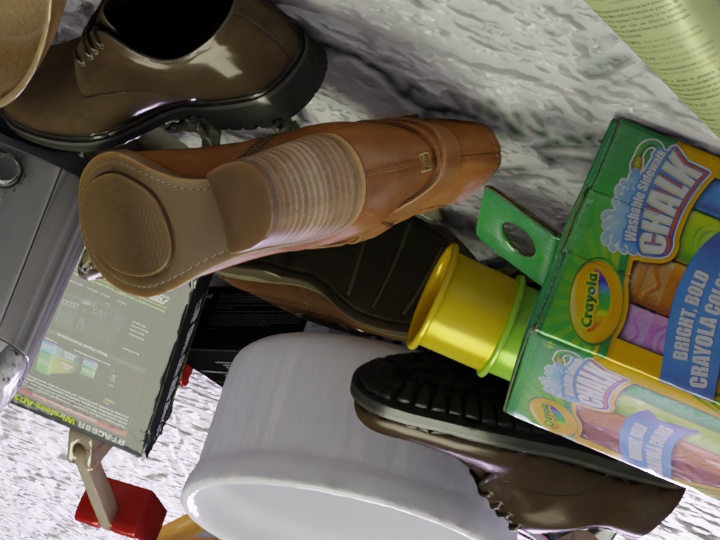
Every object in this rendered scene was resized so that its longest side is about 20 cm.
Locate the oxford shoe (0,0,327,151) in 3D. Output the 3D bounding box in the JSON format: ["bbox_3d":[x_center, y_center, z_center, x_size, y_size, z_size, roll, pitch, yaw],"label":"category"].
[{"bbox_3d":[-0.116,-0.113,1.366,0.199,0.073,0.084,-9,140,36],"label":"oxford shoe"}]

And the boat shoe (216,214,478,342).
[{"bbox_3d":[0.000,0.000,1.522,0.199,0.072,0.068,20,166,35],"label":"boat shoe"}]

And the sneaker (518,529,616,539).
[{"bbox_3d":[0.101,0.135,1.717,0.086,0.081,0.200,33,157,-20],"label":"sneaker"}]

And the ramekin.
[{"bbox_3d":[0.003,0.111,1.567,0.199,0.098,0.201,11,160,4],"label":"ramekin"}]

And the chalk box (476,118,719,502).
[{"bbox_3d":[0.145,0.019,1.318,0.199,0.124,0.125,21,159,7],"label":"chalk box"}]

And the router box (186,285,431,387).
[{"bbox_3d":[-0.005,0.064,1.694,0.199,0.051,0.149,0,151,48],"label":"router box"}]

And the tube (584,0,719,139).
[{"bbox_3d":[0.149,-0.096,1.152,0.058,0.052,0.200,-39,120,20],"label":"tube"}]

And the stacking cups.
[{"bbox_3d":[0.123,0.056,1.409,0.199,0.061,0.061,26,159,-6],"label":"stacking cups"}]

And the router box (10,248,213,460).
[{"bbox_3d":[-0.194,0.009,1.654,0.199,0.062,0.150,23,126,4],"label":"router box"}]

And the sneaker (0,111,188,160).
[{"bbox_3d":[-0.175,-0.096,1.480,0.090,0.067,0.200,-10,143,46],"label":"sneaker"}]

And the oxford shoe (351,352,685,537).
[{"bbox_3d":[0.082,0.102,1.450,0.199,0.073,0.085,19,116,-15],"label":"oxford shoe"}]

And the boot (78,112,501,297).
[{"bbox_3d":[-0.039,-0.043,1.370,0.155,0.077,0.200,-14,179,-38],"label":"boot"}]

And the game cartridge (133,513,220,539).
[{"bbox_3d":[-0.040,0.170,1.858,0.199,0.176,0.033,-1,107,48],"label":"game cartridge"}]

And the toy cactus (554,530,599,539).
[{"bbox_3d":[0.088,0.219,1.634,0.102,0.200,0.165,51,123,4],"label":"toy cactus"}]

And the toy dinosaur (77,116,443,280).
[{"bbox_3d":[-0.061,-0.047,1.461,0.199,0.048,0.089,-10,123,6],"label":"toy dinosaur"}]

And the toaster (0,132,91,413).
[{"bbox_3d":[-0.219,0.003,1.486,0.113,0.130,0.200,23,161,-9],"label":"toaster"}]

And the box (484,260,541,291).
[{"bbox_3d":[0.135,0.041,1.504,0.137,0.040,0.200,32,157,-24],"label":"box"}]

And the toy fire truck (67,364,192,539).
[{"bbox_3d":[-0.162,0.088,1.791,0.048,0.142,0.200,15,162,20],"label":"toy fire truck"}]

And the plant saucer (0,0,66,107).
[{"bbox_3d":[-0.180,-0.172,1.206,0.200,0.035,0.201,30,130,43],"label":"plant saucer"}]
